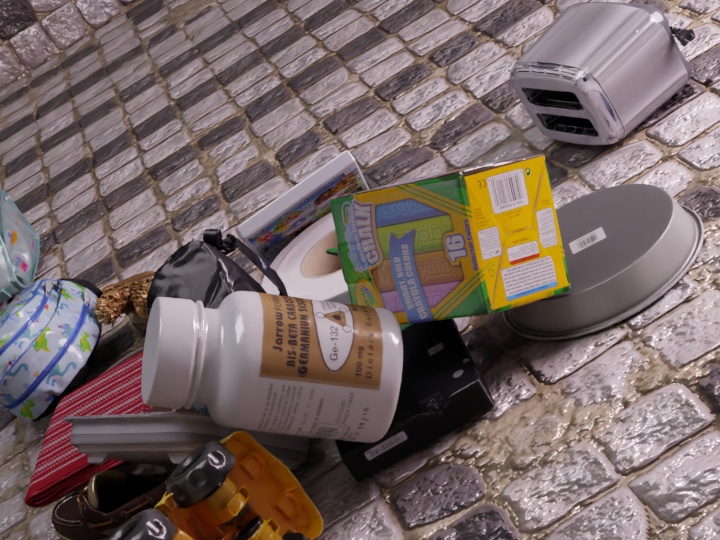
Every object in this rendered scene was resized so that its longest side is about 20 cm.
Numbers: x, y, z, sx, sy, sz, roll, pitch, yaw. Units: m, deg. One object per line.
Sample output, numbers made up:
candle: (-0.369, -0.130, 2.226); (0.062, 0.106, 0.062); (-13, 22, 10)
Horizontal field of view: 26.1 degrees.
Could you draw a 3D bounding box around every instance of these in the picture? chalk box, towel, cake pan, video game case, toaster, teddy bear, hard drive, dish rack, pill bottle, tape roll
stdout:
chalk box: (0.061, -0.020, 1.361); (0.200, 0.124, 0.124); (-10, 4, 44)
towel: (-0.268, 0.158, 1.594); (0.145, 0.022, 0.200); (-29, 22, 13)
cake pan: (0.212, -0.014, 1.413); (0.200, 0.037, 0.200); (-26, 25, 13)
video game case: (-0.054, -0.057, 1.683); (0.143, 0.018, 0.200); (-35, -14, -1)
toaster: (0.254, -0.207, 1.646); (0.129, 0.114, 0.200); (-44, 28, -16)
teddy bear: (-0.227, 0.035, 1.782); (0.200, 0.067, 0.145); (-12, 8, 45)
hard drive: (0.035, 0.100, 1.405); (0.140, 0.038, 0.200); (-30, 25, 3)
dish rack: (-0.155, 0.161, 1.405); (0.200, 0.172, 0.044); (-6, 74, 43)
pill bottle: (-0.074, 0.076, 1.278); (0.200, 0.114, 0.114); (7, 20, -14)
tape roll: (0.000, 0.000, 1.599); (0.202, 0.071, 0.202); (-27, 24, 13)

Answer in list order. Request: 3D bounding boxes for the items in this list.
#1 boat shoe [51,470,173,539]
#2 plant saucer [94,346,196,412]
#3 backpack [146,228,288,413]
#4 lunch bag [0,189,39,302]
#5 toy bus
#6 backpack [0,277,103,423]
boat shoe: (-0.228, 0.215, 1.454); (0.200, 0.072, 0.072); (-7, 34, 44)
plant saucer: (-0.234, 0.143, 1.647); (0.200, 0.034, 0.200); (-27, 24, 13)
backpack: (-0.118, 0.072, 1.452); (0.127, 0.200, 0.167); (-26, 66, 6)
lunch bag: (-0.550, -0.001, 2.196); (0.170, 0.122, 0.200); (-26, 33, 6)
toy bus: (-0.154, 0.247, 1.264); (0.192, 0.136, 0.200); (-28, 16, 50)
backpack: (-0.368, 0.091, 1.767); (0.163, 0.154, 0.200); (-41, 30, 8)
